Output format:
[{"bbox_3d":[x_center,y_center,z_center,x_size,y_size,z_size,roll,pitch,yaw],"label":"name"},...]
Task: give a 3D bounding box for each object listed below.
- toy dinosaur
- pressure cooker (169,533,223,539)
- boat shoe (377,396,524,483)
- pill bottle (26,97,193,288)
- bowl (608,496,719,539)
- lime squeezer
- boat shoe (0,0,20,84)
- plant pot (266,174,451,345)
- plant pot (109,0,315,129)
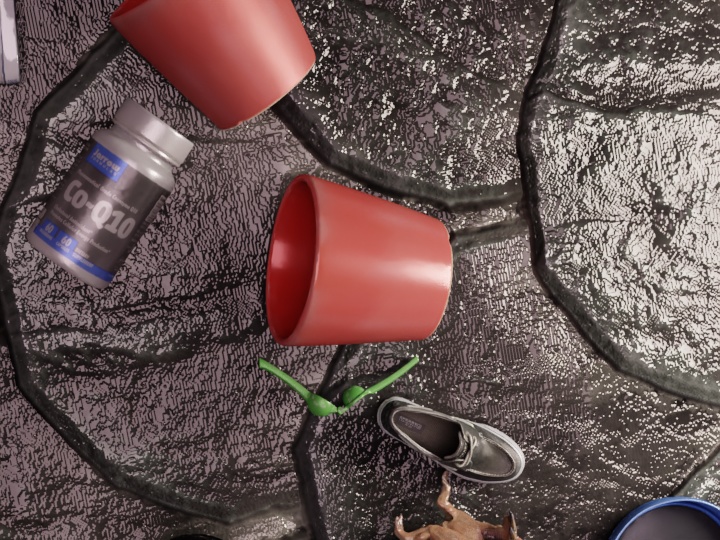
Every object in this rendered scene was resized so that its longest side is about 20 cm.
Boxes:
[{"bbox_3d":[0.120,0.332,1.736,0.135,0.199,0.087,26,126,27],"label":"toy dinosaur"},{"bbox_3d":[-0.185,0.416,1.689,0.174,0.179,0.202,14,94,-5],"label":"pressure cooker"},{"bbox_3d":[0.113,0.216,1.761,0.198,0.071,0.073,20,93,-9],"label":"boat shoe"},{"bbox_3d":[-0.286,-0.090,1.659,0.113,0.114,0.201,34,90,-9],"label":"pill bottle"},{"bbox_3d":[0.400,0.385,1.831,0.198,0.039,0.203,-1,96,-8],"label":"bowl"},{"bbox_3d":[-0.025,0.143,1.761,0.197,0.038,0.071,-1,65,-6],"label":"lime squeezer"},{"bbox_3d":[-0.428,-0.313,1.640,0.065,0.074,0.203,-5,95,-11],"label":"boat shoe"},{"bbox_3d":[0.000,0.000,1.667,0.175,0.200,0.203,9,94,-19],"label":"plant pot"},{"bbox_3d":[-0.156,-0.271,1.628,0.200,0.200,0.178,-37,109,-2],"label":"plant pot"}]
